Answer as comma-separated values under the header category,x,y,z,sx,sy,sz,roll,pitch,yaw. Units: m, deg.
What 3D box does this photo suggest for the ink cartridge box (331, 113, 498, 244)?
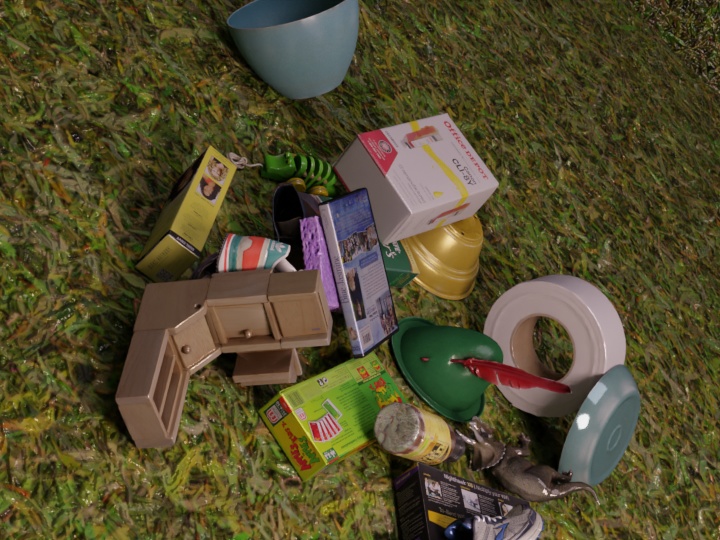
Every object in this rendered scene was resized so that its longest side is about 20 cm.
category,x,y,z,sx,sy,sz,roll,pitch,yaw
ink cartridge box,0.082,-0.137,1.763,0.200,0.083,0.145,-19,69,-43

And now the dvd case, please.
category,x,y,z,sx,sy,sz,roll,pitch,yaw
dvd case,0.000,0.000,1.560,0.143,0.017,0.201,-29,107,-67

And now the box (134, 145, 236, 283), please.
category,x,y,z,sx,sy,sz,roll,pitch,yaw
box,-0.213,-0.069,1.501,0.050,0.075,0.200,38,34,-19

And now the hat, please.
category,x,y,z,sx,sy,sz,roll,pitch,yaw
hat,0.170,0.100,1.663,0.200,0.176,0.166,43,34,-8

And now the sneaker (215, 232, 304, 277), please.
category,x,y,z,sx,sy,sz,roll,pitch,yaw
sneaker,-0.104,0.039,1.416,0.070,0.093,0.200,-76,162,-44

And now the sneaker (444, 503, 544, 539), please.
category,x,y,z,sx,sy,sz,roll,pitch,yaw
sneaker,0.148,0.315,1.421,0.085,0.077,0.200,47,33,7

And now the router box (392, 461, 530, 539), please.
category,x,y,z,sx,sy,sz,roll,pitch,yaw
router box,0.139,0.340,1.499,0.200,0.052,0.158,25,40,-31

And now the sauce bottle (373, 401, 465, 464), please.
category,x,y,z,sx,sy,sz,roll,pitch,yaw
sauce bottle,0.081,0.208,1.514,0.200,0.065,0.065,29,32,-61

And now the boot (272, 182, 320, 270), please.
category,x,y,z,sx,sy,sz,roll,pitch,yaw
boot,-0.091,-0.018,1.548,0.097,0.074,0.200,62,22,-46

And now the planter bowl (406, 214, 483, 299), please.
category,x,y,z,sx,sy,sz,roll,pitch,yaw
planter bowl,0.128,-0.061,1.865,0.200,0.083,0.201,29,37,-25

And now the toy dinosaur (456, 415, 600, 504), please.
category,x,y,z,sx,sy,sz,roll,pitch,yaw
toy dinosaur,0.220,0.275,1.619,0.200,0.077,0.102,37,29,23

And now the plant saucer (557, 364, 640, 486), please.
category,x,y,z,sx,sy,sz,roll,pitch,yaw
plant saucer,0.347,0.232,1.723,0.036,0.201,0.200,26,22,30

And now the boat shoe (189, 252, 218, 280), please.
category,x,y,z,sx,sy,sz,roll,pitch,yaw
boat shoe,-0.163,0.010,1.483,0.072,0.065,0.200,47,33,2

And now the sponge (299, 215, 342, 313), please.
category,x,y,z,sx,sy,sz,roll,pitch,yaw
sponge,-0.022,0.000,1.571,0.200,0.030,0.112,15,67,-65

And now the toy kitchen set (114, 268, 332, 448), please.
category,x,y,z,sx,sy,sz,roll,pitch,yaw
toy kitchen set,-0.134,0.121,1.332,0.181,0.199,0.164,-84,165,-48

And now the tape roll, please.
category,x,y,z,sx,sy,sz,roll,pitch,yaw
tape roll,0.278,0.109,1.759,0.071,0.202,0.203,-14,67,-53

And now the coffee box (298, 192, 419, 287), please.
category,x,y,z,sx,sy,sz,roll,pitch,yaw
coffee box,-0.013,-0.043,1.723,0.200,0.044,0.123,9,50,-44

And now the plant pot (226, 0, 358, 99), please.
category,x,y,z,sx,sy,sz,roll,pitch,yaw
plant pot,-0.088,-0.340,1.839,0.200,0.199,0.135,-62,142,-55

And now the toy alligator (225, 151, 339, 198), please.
category,x,y,z,sx,sy,sz,roll,pitch,yaw
toy alligator,-0.096,-0.145,1.724,0.200,0.054,0.059,17,44,-38

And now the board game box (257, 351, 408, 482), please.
category,x,y,z,sx,sy,sz,roll,pitch,yaw
board game box,-0.026,0.174,1.488,0.102,0.048,0.200,56,35,10
